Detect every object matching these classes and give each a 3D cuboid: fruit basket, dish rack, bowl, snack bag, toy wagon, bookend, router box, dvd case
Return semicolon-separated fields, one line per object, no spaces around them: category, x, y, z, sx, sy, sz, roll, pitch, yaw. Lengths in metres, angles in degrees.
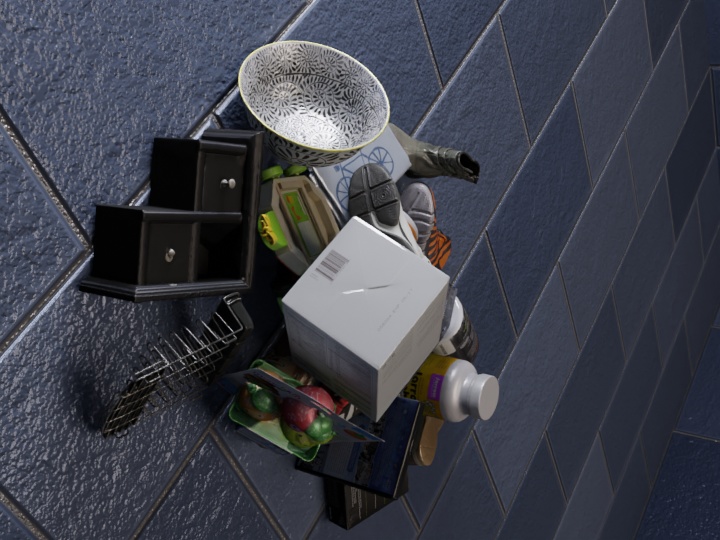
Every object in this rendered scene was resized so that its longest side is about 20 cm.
fruit basket;-0.088;0.181;1.226;0.185;0.200;0.094;33;74;-18
dish rack;-0.221;0.117;1.135;0.200;0.055;0.153;-27;159;-43
bowl;-0.069;-0.199;1.272;0.201;0.201;0.094;-48;168;-40
snack bag;-0.023;-0.184;1.410;0.200;0.021;0.189;57;49;-18
toy wagon;-0.087;-0.061;1.268;0.200;0.040;0.155;-21;87;-64
bookend;-0.213;-0.072;1.125;0.199;0.092;0.201;-2;99;-57
router box;0.009;0.298;1.575;0.149;0.051;0.201;-21;116;-41
dvd case;-0.004;0.246;1.431;0.018;0.200;0.143;28;74;-46

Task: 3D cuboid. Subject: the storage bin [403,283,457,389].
storage bin;0.069;0.080;1.497;0.135;0.094;0.200;-55;-178;20

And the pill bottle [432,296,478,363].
pill bottle;0.149;0.116;1.710;0.106;0.106;0.200;-69;155;-18

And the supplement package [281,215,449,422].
supplement package;0.007;0.067;1.251;0.152;0.151;0.200;-50;163;-21

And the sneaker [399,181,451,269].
sneaker;0.106;-0.069;1.652;0.112;0.077;0.200;-39;140;-52

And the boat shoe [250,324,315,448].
boat shoe;-0.111;0.148;1.359;0.072;0.076;0.200;37;65;-52

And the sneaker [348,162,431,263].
sneaker;0.043;-0.050;1.395;0.115;0.076;0.201;39;31;-70

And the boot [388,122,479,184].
boot;0.109;-0.189;1.560;0.200;0.130;0.068;18;82;-57

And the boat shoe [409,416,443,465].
boat shoe;0.107;0.272;1.736;0.200;0.065;0.072;-69;142;-52

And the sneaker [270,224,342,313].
sneaker;-0.067;-0.029;1.378;0.084;0.077;0.200;53;46;-38

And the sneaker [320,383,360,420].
sneaker;-0.028;0.191;1.417;0.098;0.071;0.201;-1;138;-36

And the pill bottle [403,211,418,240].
pill bottle;0.000;0.000;1.456;0.200;0.112;0.112;-62;143;-28

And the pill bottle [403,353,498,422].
pill bottle;0.125;0.192;1.616;0.104;0.200;0.105;-19;113;-54
